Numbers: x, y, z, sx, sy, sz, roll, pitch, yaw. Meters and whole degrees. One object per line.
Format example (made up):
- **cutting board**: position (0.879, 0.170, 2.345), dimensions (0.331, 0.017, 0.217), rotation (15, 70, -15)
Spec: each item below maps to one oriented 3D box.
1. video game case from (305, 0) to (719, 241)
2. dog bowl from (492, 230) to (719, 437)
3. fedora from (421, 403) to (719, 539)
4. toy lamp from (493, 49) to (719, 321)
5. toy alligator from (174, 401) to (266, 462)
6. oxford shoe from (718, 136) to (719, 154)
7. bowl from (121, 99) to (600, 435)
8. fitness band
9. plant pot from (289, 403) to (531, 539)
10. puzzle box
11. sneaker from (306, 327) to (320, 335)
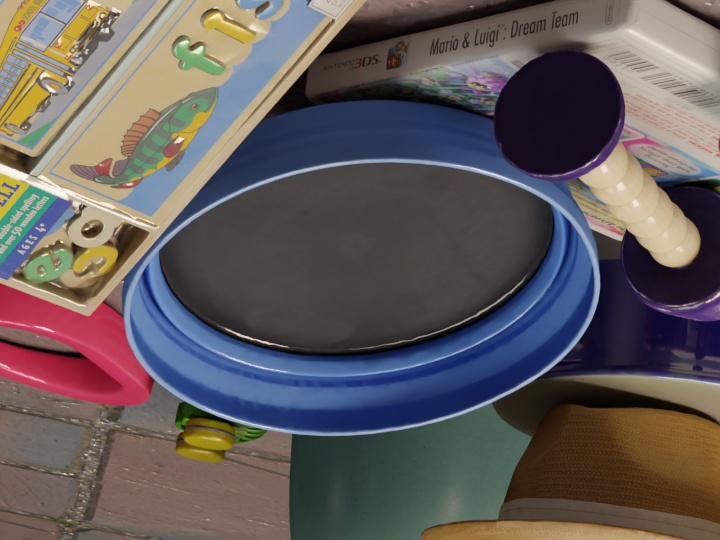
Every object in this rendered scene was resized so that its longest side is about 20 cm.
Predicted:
- **video game case**: position (0.109, -0.060, 1.161), dimensions (0.200, 0.024, 0.182), rotation (22, 160, -39)
- **dog bowl**: position (0.165, 0.042, 1.375), dimensions (0.200, 0.079, 0.200), rotation (9, 164, 3)
- **fedora**: position (0.125, 0.110, 1.343), dimensions (0.200, 0.082, 0.201), rotation (7, 169, 1)
- **toy lamp**: position (0.113, -0.027, 1.128), dimensions (0.058, 0.058, 0.200), rotation (2, 162, 24)
- **toy alligator**: position (-0.072, 0.074, 1.657), dimensions (0.054, 0.059, 0.200), rotation (12, 164, -8)
- **oxford shoe**: position (0.227, -0.021, 1.097), dimensions (0.200, 0.074, 0.071), rotation (13, 137, -29)
- **bowl**: position (0.000, 0.000, 1.190), dimensions (0.200, 0.039, 0.201), rotation (-4, 145, -3)
- **fitness band**: position (-0.201, 0.041, 1.670), dimensions (0.143, 0.038, 0.200), rotation (1, 163, 18)
- **plant pot**: position (0.048, 0.143, 1.643), dimensions (0.200, 0.161, 0.201), rotation (9, 163, 3)
- **puzzle box**: position (-0.088, -0.078, 0.986), dimensions (0.133, 0.025, 0.200), rotation (23, 118, -40)
- **sneaker**: position (0.000, 0.003, 1.287), dimensions (0.200, 0.081, 0.075), rotation (4, -155, 15)
